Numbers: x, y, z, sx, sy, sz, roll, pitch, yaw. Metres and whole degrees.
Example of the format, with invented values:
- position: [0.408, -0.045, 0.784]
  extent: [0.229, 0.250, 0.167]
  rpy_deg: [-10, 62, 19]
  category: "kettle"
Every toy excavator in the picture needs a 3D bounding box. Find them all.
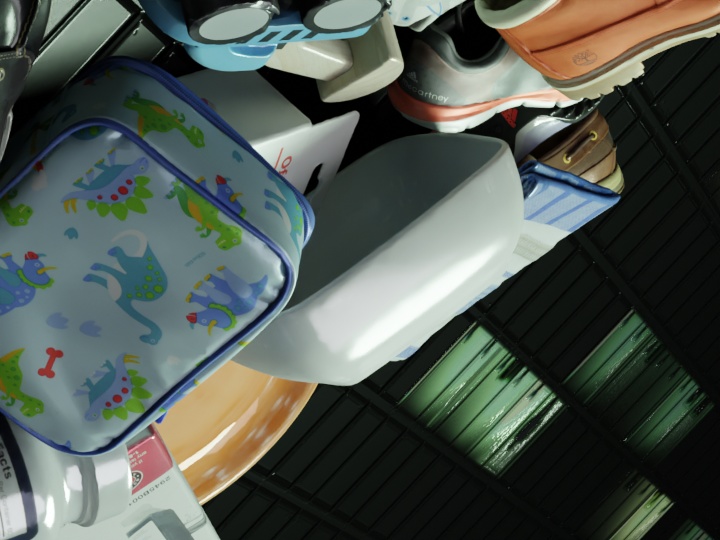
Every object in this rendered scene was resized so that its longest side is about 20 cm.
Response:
- position: [-0.044, -0.147, 1.438]
  extent: [0.194, 0.100, 0.200]
  rpy_deg: [-7, 162, -26]
  category: "toy excavator"

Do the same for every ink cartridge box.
- position: [-0.177, 0.155, 1.663]
  extent: [0.146, 0.085, 0.200]
  rpy_deg: [-32, 149, -6]
  category: "ink cartridge box"
- position: [-0.104, -0.047, 1.534]
  extent: [0.200, 0.068, 0.115]
  rpy_deg: [-21, 145, -44]
  category: "ink cartridge box"

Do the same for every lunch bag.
- position: [-0.132, -0.002, 1.398]
  extent: [0.200, 0.161, 0.082]
  rpy_deg: [-41, -159, 31]
  category: "lunch bag"

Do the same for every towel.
- position: [0.069, -0.002, 1.793]
  extent: [0.200, 0.024, 0.147]
  rpy_deg: [-36, 160, 19]
  category: "towel"

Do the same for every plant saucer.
- position: [-0.104, 0.088, 1.792]
  extent: [0.200, 0.037, 0.200]
  rpy_deg: [-36, 154, -21]
  category: "plant saucer"

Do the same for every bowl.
- position: [0.000, 0.000, 1.643]
  extent: [0.200, 0.075, 0.200]
  rpy_deg: [-36, -162, -18]
  category: "bowl"

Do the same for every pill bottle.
- position: [-0.235, 0.122, 1.482]
  extent: [0.200, 0.116, 0.116]
  rpy_deg: [-18, 146, -26]
  category: "pill bottle"

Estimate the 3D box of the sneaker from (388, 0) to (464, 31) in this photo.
- position: [0.021, -0.178, 1.534]
  extent: [0.087, 0.075, 0.200]
  rpy_deg: [-43, 157, 8]
  category: "sneaker"

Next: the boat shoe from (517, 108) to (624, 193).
- position: [0.093, -0.060, 1.865]
  extent: [0.200, 0.072, 0.068]
  rpy_deg: [-23, 116, -27]
  category: "boat shoe"

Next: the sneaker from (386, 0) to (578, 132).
- position: [0.106, -0.151, 1.718]
  extent: [0.200, 0.077, 0.082]
  rpy_deg: [-27, 144, -39]
  category: "sneaker"

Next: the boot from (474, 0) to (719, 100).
- position: [0.161, -0.176, 1.533]
  extent: [0.200, 0.075, 0.107]
  rpy_deg: [-33, 137, 27]
  category: "boot"

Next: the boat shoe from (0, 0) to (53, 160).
- position: [-0.189, -0.091, 1.299]
  extent: [0.072, 0.068, 0.200]
  rpy_deg: [10, 127, -22]
  category: "boat shoe"

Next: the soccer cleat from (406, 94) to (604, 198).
- position: [0.094, -0.101, 1.804]
  extent: [0.200, 0.068, 0.073]
  rpy_deg: [-44, -168, -32]
  category: "soccer cleat"
